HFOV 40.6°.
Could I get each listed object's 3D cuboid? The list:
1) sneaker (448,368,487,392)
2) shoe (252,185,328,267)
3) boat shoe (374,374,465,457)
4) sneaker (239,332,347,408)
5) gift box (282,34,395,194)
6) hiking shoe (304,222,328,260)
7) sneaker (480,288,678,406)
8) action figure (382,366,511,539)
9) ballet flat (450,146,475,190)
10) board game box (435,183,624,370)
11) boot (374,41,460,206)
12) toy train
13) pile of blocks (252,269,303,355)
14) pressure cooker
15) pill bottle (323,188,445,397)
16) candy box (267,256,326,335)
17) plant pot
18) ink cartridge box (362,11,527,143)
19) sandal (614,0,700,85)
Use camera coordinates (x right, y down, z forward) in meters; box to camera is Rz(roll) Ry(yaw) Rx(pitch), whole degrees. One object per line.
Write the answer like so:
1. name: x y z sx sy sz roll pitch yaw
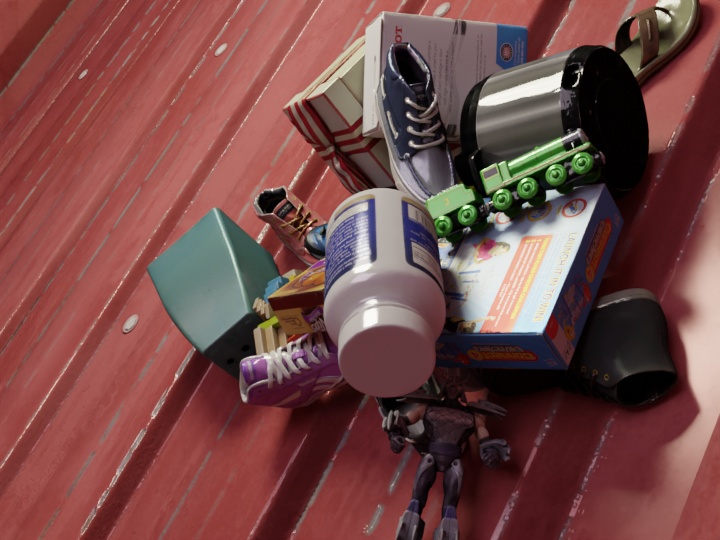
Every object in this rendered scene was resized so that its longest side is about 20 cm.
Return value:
1. sneaker: 0.134 0.057 1.103 0.082 0.075 0.201 -29 30 45
2. shoe: -0.086 -0.060 1.406 0.072 0.091 0.200 -50 36 -7
3. boat shoe: 0.049 0.142 1.097 0.074 0.060 0.200 -43 35 6
4. sneaker: -0.077 0.112 1.157 0.201 0.113 0.073 -48 49 41
5. gift box: 0.011 -0.212 1.370 0.187 0.185 0.200 -46 13 -17
6. hiking shoe: 0.011 -0.068 1.292 0.198 0.087 0.075 -11 45 20
7. sneaker: 0.210 0.097 0.964 0.199 0.075 0.107 -27 36 23
8. action figure: 0.082 0.195 0.967 0.129 0.069 0.202 7 77 14
9. ballet flat: 0.116 -0.126 1.288 0.199 0.067 0.067 -16 46 35
10. board game box: 0.149 0.007 1.010 0.195 0.056 0.201 -3 46 43
11. boot: 0.064 -0.160 1.100 0.072 0.091 0.201 -14 60 -15
12. toy train: 0.157 -0.088 1.016 0.199 0.042 0.057 -25 66 22
13. pile of blocks: -0.091 0.048 1.296 0.062 0.082 0.201 -29 29 23
14. pressure cooker: 0.210 -0.155 1.121 0.199 0.175 0.181 -9 67 42
15. pill bottle: 0.023 0.021 0.954 0.119 0.120 0.201 -30 32 21
16. candy box: 0.000 0.000 1.145 0.199 0.057 0.116 -35 15 -35
17. plant pot: -0.187 0.047 1.373 0.141 0.141 0.201 -39 43 8
18. ink cartridge box: 0.108 -0.242 1.250 0.086 0.198 0.148 -175 88 -76
19. sandal: 0.347 -0.283 1.215 0.201 0.057 0.080 -48 35 -3
